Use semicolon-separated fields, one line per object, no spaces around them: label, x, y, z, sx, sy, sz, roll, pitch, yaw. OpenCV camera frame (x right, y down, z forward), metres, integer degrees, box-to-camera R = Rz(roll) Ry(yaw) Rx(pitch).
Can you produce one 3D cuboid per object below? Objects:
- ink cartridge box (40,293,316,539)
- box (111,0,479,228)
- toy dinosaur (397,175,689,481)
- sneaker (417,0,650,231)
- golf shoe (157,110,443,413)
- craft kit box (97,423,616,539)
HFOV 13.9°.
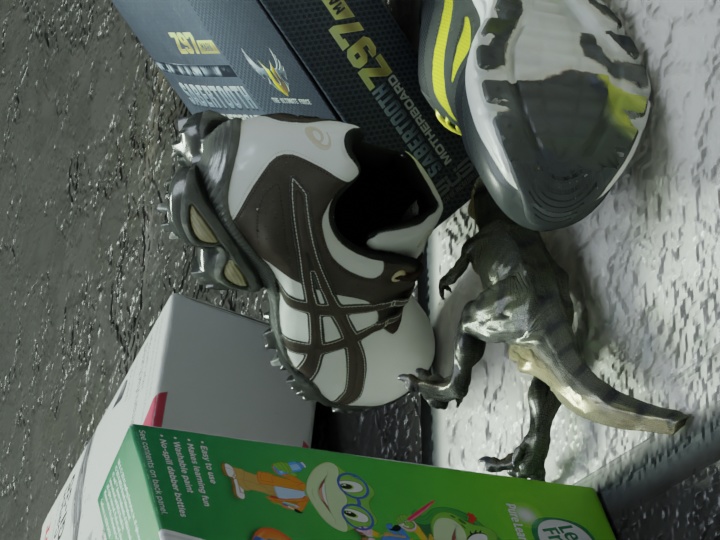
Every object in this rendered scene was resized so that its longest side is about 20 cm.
ink cartridge box;-0.096;0.134;1.420;0.147;0.082;0.200;-85;20;-44
box;-0.037;-0.095;1.323;0.051;0.158;0.200;-39;19;-16
toy dinosaur;0.064;0.032;1.175;0.088;0.047;0.200;-62;32;24
sneaker;0.065;-0.076;1.192;0.201;0.074;0.085;-94;19;-48
golf shoe;0.000;0.000;1.215;0.094;0.200;0.078;-9;62;24
craft kit box;0.019;0.145;1.042;0.049;0.196;0.200;-62;30;30
